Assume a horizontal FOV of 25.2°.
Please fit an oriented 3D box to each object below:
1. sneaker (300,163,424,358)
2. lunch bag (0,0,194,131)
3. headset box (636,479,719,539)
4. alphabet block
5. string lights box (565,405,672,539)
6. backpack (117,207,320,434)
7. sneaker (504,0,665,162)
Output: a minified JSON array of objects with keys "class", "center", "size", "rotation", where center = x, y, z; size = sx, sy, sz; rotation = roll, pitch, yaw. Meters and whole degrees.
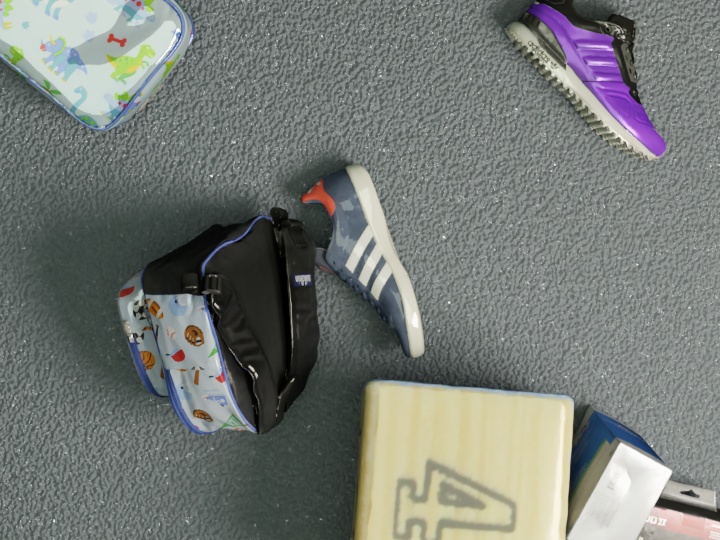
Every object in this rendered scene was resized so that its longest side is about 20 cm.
[{"class":"sneaker","center":[0.000,0.000,1.592],"size":[0.084,0.075,0.201],"rotation":[-21,85,0]},{"class":"lunch bag","center":[-0.270,-0.245,1.563],"size":[0.200,0.082,0.161],"rotation":[39,95,-3]},{"class":"headset box","center":[0.308,0.312,1.616],"size":[0.148,0.077,0.201],"rotation":[13,94,-2]},{"class":"alphabet block","center":[0.091,0.211,1.535],"size":[0.195,0.195,0.201],"rotation":[4,86,1]},{"class":"string lights box","center":[0.233,0.202,1.544],"size":[0.059,0.200,0.103],"rotation":[28,95,-2]},{"class":"backpack","center":[-0.133,0.061,1.543],"size":[0.153,0.200,0.191],"rotation":[-11,104,31]},{"class":"sneaker","center":[0.243,-0.198,1.575],"size":[0.200,0.070,0.100],"rotation":[45,91,-4]}]
